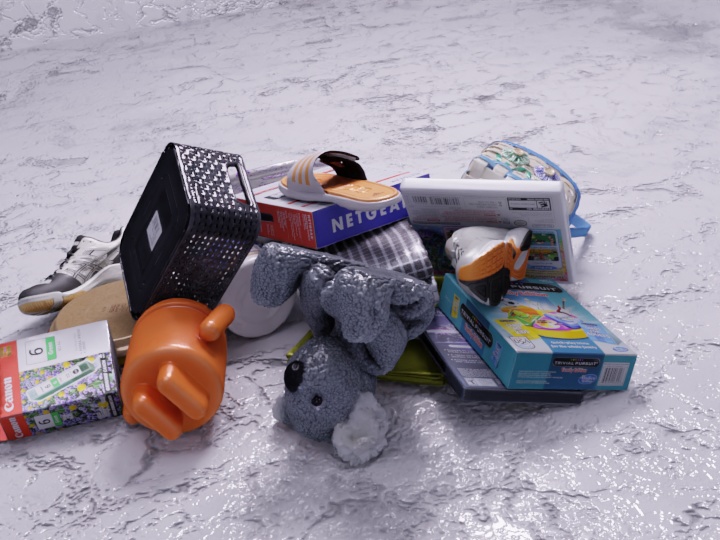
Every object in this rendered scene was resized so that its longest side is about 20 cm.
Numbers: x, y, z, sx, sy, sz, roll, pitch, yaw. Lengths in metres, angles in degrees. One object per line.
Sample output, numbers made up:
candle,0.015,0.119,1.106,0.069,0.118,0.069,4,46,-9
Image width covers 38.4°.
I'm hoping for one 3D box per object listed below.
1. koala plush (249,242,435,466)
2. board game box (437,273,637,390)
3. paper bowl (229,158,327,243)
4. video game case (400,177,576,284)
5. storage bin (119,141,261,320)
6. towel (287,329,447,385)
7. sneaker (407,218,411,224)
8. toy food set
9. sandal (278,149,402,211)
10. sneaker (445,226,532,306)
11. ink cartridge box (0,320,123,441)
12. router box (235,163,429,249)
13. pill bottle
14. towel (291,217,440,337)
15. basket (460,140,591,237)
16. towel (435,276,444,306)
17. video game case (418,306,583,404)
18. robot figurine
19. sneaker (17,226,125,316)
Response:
koala plush,-0.020,0.092,1.091,0.177,0.201,0.183,17,4,40
board game box,0.196,0.066,1.179,0.150,0.047,0.200,3,23,-21
paper bowl,-0.128,-0.095,1.520,0.199,0.105,0.201,-12,-1,0
video game case,0.163,-0.048,1.296,0.199,0.182,0.024,3,54,20
storage bin,-0.213,-0.041,1.257,0.093,0.200,0.136,6,46,-32
towel,0.017,0.098,1.226,0.199,0.018,0.086,5,29,23
sneaker,0.045,-0.071,1.507,0.145,0.077,0.202,5,28,29
toy food set,-0.312,0.068,1.351,0.197,0.049,0.200,-13,27,-11
sandal,-0.023,-0.116,1.245,0.079,0.060,0.206,-20,22,-35
sneaker,0.132,-0.011,1.195,0.091,0.076,0.200,11,12,21
ink cartridge box,-0.381,0.133,1.195,0.199,0.051,0.109,-12,51,-10
router box,-0.038,-0.090,1.348,0.199,0.049,0.179,-21,22,-35
pill bottle,-0.174,0.002,1.376,0.110,0.112,0.200,-19,28,-23
towel,0.000,0.000,1.271,0.165,0.086,0.200,-19,20,-2
basket,0.224,-0.094,1.428,0.176,0.140,0.200,34,17,17
towel,0.105,0.024,1.369,0.199,0.018,0.086,-3,28,8
video game case,0.146,0.093,1.175,0.142,0.019,0.200,4,22,-18
robot figurine,-0.208,0.105,1.175,0.116,0.145,0.200,7,25,-9
sneaker,-0.397,-0.001,1.447,0.199,0.088,0.075,-24,2,-39
